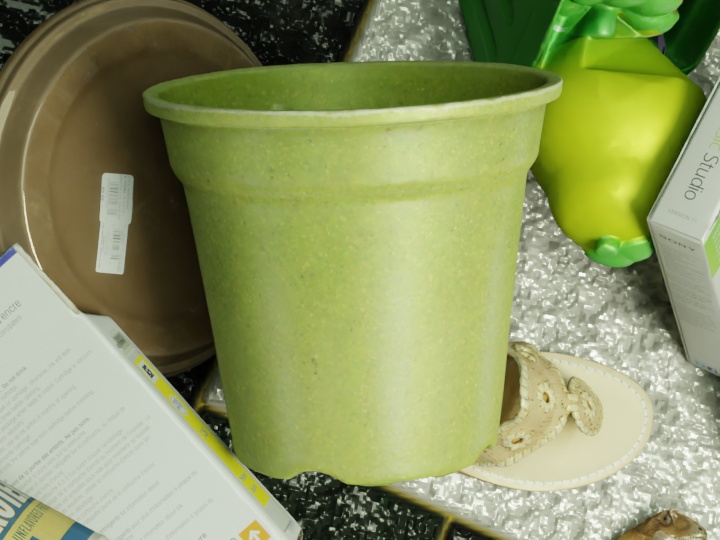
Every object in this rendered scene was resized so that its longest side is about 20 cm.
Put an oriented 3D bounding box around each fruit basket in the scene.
[{"bbox_3d":[0.138,-0.109,1.203,0.155,0.216,0.216,-23,87,-17],"label":"fruit basket"}]

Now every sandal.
[{"bbox_3d":[0.065,0.071,1.226,0.212,0.070,0.078,9,80,-12],"label":"sandal"}]

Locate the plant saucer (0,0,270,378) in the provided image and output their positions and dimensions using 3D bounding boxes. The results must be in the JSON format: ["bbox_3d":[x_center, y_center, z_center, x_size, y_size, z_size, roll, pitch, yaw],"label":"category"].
[{"bbox_3d":[-0.106,-0.042,1.177,0.200,0.029,0.200,-4,96,-40],"label":"plant saucer"}]

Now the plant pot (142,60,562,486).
[{"bbox_3d":[0.000,0.000,1.127,0.200,0.200,0.184,-6,102,-14],"label":"plant pot"}]

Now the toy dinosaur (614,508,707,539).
[{"bbox_3d":[0.096,0.186,1.232,0.200,0.060,0.106,-16,73,-25],"label":"toy dinosaur"}]

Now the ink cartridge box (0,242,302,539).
[{"bbox_3d":[-0.167,0.120,1.141,0.198,0.047,0.200,-41,92,10],"label":"ink cartridge box"}]

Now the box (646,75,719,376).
[{"bbox_3d":[0.206,-0.041,1.218,0.036,0.200,0.144,23,74,21],"label":"box"}]

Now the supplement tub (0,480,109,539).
[{"bbox_3d":[-0.222,0.145,1.055,0.200,0.145,0.145,28,76,0],"label":"supplement tub"}]
